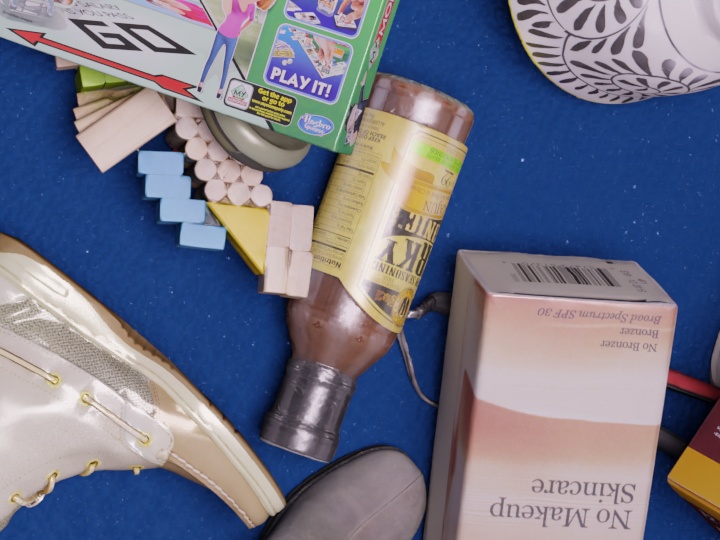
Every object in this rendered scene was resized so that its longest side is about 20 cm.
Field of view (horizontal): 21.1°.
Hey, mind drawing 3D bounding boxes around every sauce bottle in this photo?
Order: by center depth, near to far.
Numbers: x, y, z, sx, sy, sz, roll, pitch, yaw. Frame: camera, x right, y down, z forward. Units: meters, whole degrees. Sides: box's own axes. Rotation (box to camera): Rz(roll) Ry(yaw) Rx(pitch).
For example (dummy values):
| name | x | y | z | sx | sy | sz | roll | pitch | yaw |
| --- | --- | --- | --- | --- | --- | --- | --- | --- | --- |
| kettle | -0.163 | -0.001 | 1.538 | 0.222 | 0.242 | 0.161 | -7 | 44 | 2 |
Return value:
| name | x | y | z | sx | sy | sz | roll | pitch | yaw |
| --- | --- | --- | --- | --- | --- | --- | --- | --- | --- |
| sauce bottle | 0.000 | 0.000 | 1.008 | 0.065 | 0.065 | 0.201 | 19 | 90 | -17 |

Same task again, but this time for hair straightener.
| name | x | y | z | sx | sy | sz | roll | pitch | yaw |
| --- | --- | --- | --- | --- | --- | --- | --- | --- | --- |
| hair straightener | 0.105 | 0.069 | 1.055 | 0.200 | 0.041 | 0.077 | 22 | 87 | -17 |

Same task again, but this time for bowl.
| name | x | y | z | sx | sy | sz | roll | pitch | yaw |
| --- | --- | --- | --- | --- | --- | --- | --- | --- | --- |
| bowl | 0.179 | -0.169 | 0.993 | 0.200 | 0.094 | 0.201 | -16 | 119 | -31 |

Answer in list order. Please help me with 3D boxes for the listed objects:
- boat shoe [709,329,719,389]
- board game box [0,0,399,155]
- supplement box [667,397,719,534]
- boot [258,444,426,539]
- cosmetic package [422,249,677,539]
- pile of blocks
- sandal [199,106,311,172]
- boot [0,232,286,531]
| name | x | y | z | sx | sy | sz | roll | pitch | yaw |
| --- | --- | --- | --- | --- | --- | --- | --- | --- | --- |
| boat shoe | 0.253 | -0.011 | 1.081 | 0.072 | 0.065 | 0.201 | 20 | 88 | -17 |
| board game box | -0.078 | -0.149 | 0.902 | 0.199 | 0.029 | 0.135 | 19 | 96 | 14 |
| supplement box | 0.300 | 0.095 | 1.026 | 0.200 | 0.133 | 0.197 | -54 | 138 | -7 |
| boot | -0.022 | 0.163 | 0.968 | 0.200 | 0.131 | 0.068 | -37 | 101 | -22 |
| cosmetic package | 0.093 | 0.098 | 1.004 | 0.103 | 0.087 | 0.201 | 2 | 106 | -8 |
| pile of blocks | -0.096 | -0.063 | 0.977 | 0.082 | 0.062 | 0.200 | -33 | 94 | -11 |
| sandal | -0.053 | -0.149 | 0.946 | 0.080 | 0.057 | 0.202 | -8 | 77 | -43 |
| boot | -0.151 | 0.099 | 0.965 | 0.200 | 0.072 | 0.155 | 41 | 81 | -10 |
